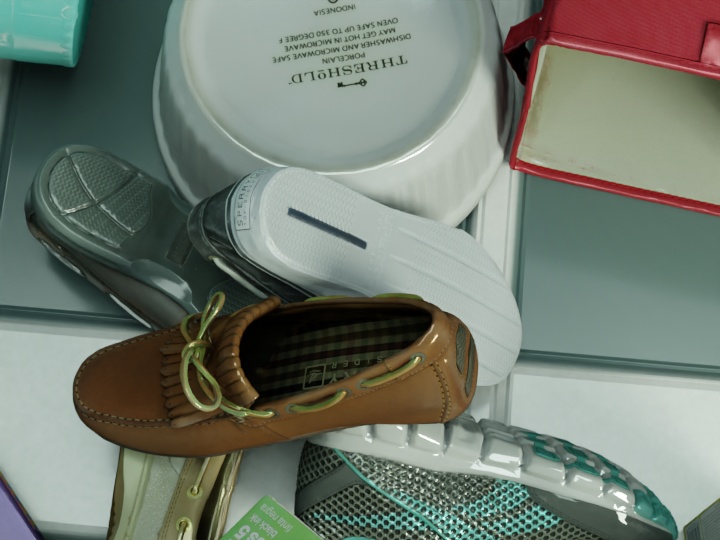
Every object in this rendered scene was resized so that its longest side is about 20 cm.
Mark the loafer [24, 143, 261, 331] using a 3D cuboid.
[{"bbox_3d":[-0.086,0.008,1.000,0.200,0.063,0.072,37,60,-7],"label":"loafer"}]

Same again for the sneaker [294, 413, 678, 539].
[{"bbox_3d":[0.057,0.122,0.965,0.200,0.078,0.091,16,98,-1],"label":"sneaker"}]

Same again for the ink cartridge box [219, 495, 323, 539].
[{"bbox_3d":[-0.061,0.228,0.875,0.200,0.146,0.084,-43,38,-12],"label":"ink cartridge box"}]

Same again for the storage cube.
[{"bbox_3d":[0.183,-0.144,0.988,0.200,0.171,0.180,13,72,4],"label":"storage cube"}]

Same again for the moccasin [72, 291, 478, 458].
[{"bbox_3d":[-0.047,0.046,0.903,0.201,0.078,0.074,-2,58,25],"label":"moccasin"}]

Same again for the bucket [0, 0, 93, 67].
[{"bbox_3d":[-0.199,-0.204,0.997,0.135,0.207,0.208,10,72,-7],"label":"bucket"}]

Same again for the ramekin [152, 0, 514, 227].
[{"bbox_3d":[-0.015,-0.107,1.017,0.202,0.094,0.203,0,72,0],"label":"ramekin"}]

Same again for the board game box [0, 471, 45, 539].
[{"bbox_3d":[-0.253,0.141,0.958,0.165,0.057,0.200,-34,75,-9],"label":"board game box"}]

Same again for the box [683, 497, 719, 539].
[{"bbox_3d":[0.204,0.205,0.904,0.048,0.117,0.200,-5,73,-6],"label":"box"}]

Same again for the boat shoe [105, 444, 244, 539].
[{"bbox_3d":[-0.090,0.151,0.945,0.066,0.074,0.200,3,72,7],"label":"boat shoe"}]

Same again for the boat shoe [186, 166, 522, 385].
[{"bbox_3d":[0.000,0.000,0.965,0.200,0.071,0.072,32,68,-37],"label":"boat shoe"}]
